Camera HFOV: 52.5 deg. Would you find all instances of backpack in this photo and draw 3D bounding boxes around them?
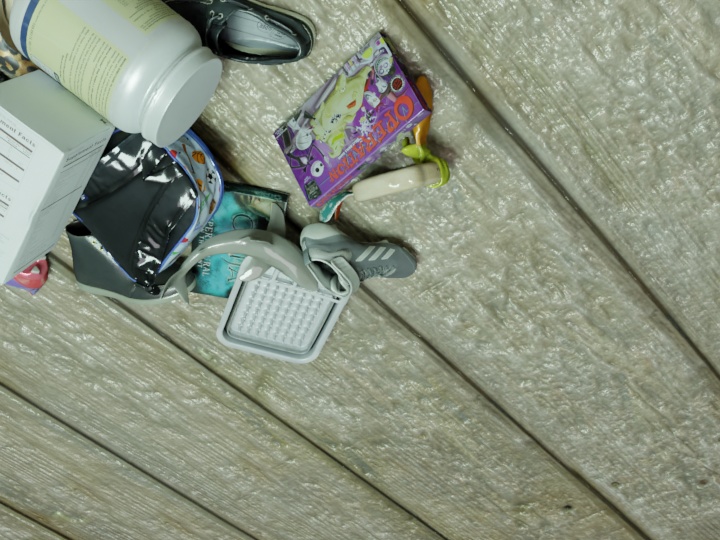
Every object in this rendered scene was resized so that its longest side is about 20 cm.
[{"bbox_3d":[-0.271,-0.104,0.954,0.200,0.154,0.190,46,128,-12],"label":"backpack"}]

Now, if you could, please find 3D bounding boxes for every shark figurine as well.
[{"bbox_3d":[-0.164,-0.025,0.980,0.212,0.089,0.130,-6,91,-11],"label":"shark figurine"}]

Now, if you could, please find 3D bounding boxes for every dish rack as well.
[{"bbox_3d":[-0.119,0.051,1.116,0.170,0.044,0.201,15,126,-17],"label":"dish rack"}]

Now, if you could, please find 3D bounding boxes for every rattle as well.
[{"bbox_3d":[0.014,-0.151,0.974,0.199,0.130,0.144,-6,115,47],"label":"rattle"}]

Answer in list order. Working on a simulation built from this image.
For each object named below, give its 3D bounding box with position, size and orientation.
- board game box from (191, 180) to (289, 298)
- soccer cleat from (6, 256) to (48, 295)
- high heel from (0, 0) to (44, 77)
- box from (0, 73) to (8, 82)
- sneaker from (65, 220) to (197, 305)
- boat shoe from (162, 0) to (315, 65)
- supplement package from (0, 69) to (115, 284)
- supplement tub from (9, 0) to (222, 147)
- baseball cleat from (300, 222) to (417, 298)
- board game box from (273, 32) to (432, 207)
[{"bbox_3d":[-0.184,-0.039,1.091,0.133,0.028,0.202,10,128,-4],"label":"board game box"},{"bbox_3d":[-0.576,-0.023,1.109,0.198,0.067,0.077,24,130,-18],"label":"soccer cleat"},{"bbox_3d":[-0.399,-0.311,0.861,0.200,0.072,0.142,42,126,-16],"label":"high heel"},{"bbox_3d":[-0.523,-0.157,0.959,0.199,0.124,0.198,-36,118,26],"label":"box"},{"bbox_3d":[-0.345,-0.015,1.081,0.197,0.075,0.107,4,128,11],"label":"sneaker"},{"bbox_3d":[-0.154,-0.286,0.872,0.197,0.066,0.075,15,129,-8],"label":"boat shoe"},{"bbox_3d":[-0.389,-0.107,0.837,0.109,0.114,0.200,36,118,-6],"label":"supplement package"},{"bbox_3d":[-0.272,-0.250,0.828,0.199,0.145,0.145,37,124,-1],"label":"supplement tub"},{"bbox_3d":[0.000,0.000,1.036,0.198,0.108,0.070,15,141,-29],"label":"baseball cleat"},{"bbox_3d":[-0.016,-0.185,0.920,0.199,0.032,0.121,-37,76,28],"label":"board game box"}]
